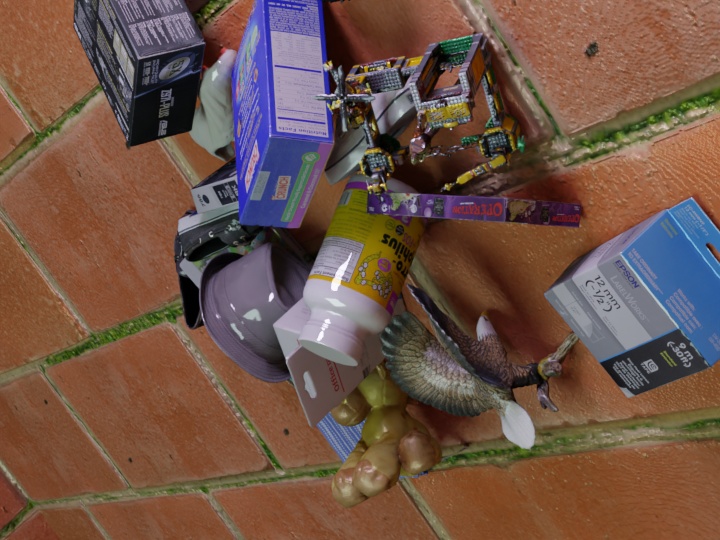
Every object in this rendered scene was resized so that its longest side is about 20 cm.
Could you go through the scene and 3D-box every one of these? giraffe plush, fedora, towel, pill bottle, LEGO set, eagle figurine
[{"bbox_3d":[0.028,0.195,1.724,0.172,0.198,0.164,-37,76,53],"label":"giraffe plush"},{"bbox_3d":[-0.112,0.036,1.673,0.177,0.201,0.090,44,115,-11],"label":"fedora"},{"bbox_3d":[0.006,0.247,1.922,0.146,0.024,0.199,55,148,-9],"label":"towel"},{"bbox_3d":[0.000,0.000,1.483,0.103,0.202,0.104,20,166,5],"label":"pill bottle"},{"bbox_3d":[0.058,-0.142,1.299,0.197,0.116,0.156,0,121,17],"label":"LEGO set"},{"bbox_3d":[0.126,0.101,1.504,0.151,0.197,0.154,-112,35,-68],"label":"eagle figurine"}]

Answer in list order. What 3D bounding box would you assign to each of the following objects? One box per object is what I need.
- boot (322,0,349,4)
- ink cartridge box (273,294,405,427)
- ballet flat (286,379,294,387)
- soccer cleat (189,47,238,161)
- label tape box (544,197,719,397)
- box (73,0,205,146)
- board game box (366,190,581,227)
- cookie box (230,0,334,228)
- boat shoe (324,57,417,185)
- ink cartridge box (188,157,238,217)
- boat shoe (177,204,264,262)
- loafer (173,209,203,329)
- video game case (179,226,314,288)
[{"bbox_3d":[-0.065,-0.355,1.331,0.197,0.073,0.164,11,136,44],"label":"boot"},{"bbox_3d":[-0.033,0.082,1.626,0.066,0.200,0.117,15,135,41],"label":"ink cartridge box"},{"bbox_3d":[-0.093,0.132,1.899,0.199,0.071,0.065,27,170,36],"label":"ballet flat"},{"bbox_3d":[-0.165,-0.202,1.620,0.077,0.069,0.200,43,155,4],"label":"soccer cleat"},{"bbox_3d":[0.292,0.032,1.303,0.144,0.066,0.200,51,150,-3],"label":"label tape box"},{"bbox_3d":[-0.267,-0.281,1.576,0.202,0.085,0.164,61,155,25],"label":"box"},{"bbox_3d":[0.115,-0.064,1.377,0.199,0.119,0.033,6,98,48],"label":"board game box"},{"bbox_3d":[-0.087,-0.175,1.433,0.172,0.074,0.203,119,150,-57],"label":"cookie box"},{"bbox_3d":[0.004,-0.162,1.448,0.066,0.072,0.200,54,149,4],"label":"boat shoe"},{"bbox_3d":[-0.142,-0.117,1.644,0.199,0.099,0.040,-12,113,53],"label":"ink cartridge box"},{"bbox_3d":[-0.160,-0.056,1.713,0.198,0.068,0.058,-15,78,42],"label":"boat shoe"},{"bbox_3d":[-0.238,0.006,1.926,0.071,0.063,0.202,28,143,31],"label":"loafer"},{"bbox_3d":[-0.143,0.008,1.811,0.182,0.022,0.200,48,134,1],"label":"video game case"}]
